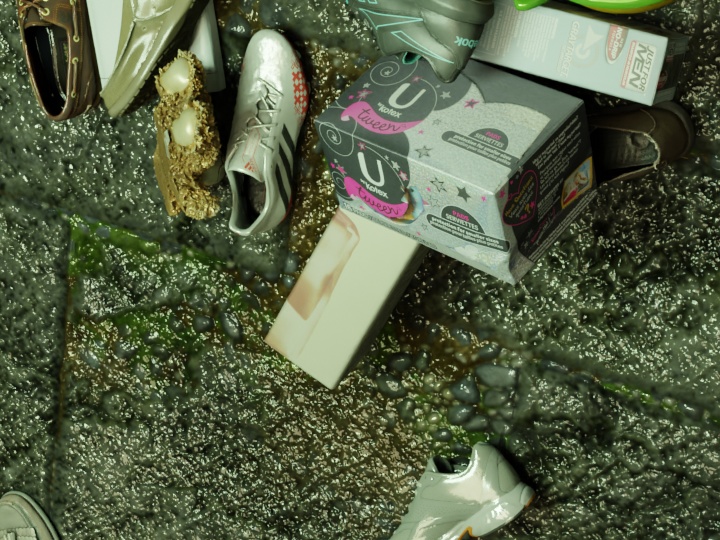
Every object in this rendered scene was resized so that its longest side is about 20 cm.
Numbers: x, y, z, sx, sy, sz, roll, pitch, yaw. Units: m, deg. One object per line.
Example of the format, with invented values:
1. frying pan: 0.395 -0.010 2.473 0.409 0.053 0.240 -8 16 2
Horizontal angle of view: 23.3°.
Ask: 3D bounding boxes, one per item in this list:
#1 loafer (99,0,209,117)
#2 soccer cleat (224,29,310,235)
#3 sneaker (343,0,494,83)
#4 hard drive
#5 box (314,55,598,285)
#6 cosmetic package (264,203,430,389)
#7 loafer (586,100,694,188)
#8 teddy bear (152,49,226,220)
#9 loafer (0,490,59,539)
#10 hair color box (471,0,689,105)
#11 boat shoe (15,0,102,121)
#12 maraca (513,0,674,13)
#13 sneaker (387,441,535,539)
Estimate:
1. loafer: -0.195 -0.235 1.650 0.067 0.076 0.200 37 111 9
2. soccer cleat: -0.094 -0.128 1.664 0.068 0.085 0.201 15 115 19
3. sneaker: 0.021 -0.222 1.479 0.200 0.075 0.080 30 114 39
4. hard drive: -0.206 -0.271 1.695 0.131 0.027 0.201 1 109 24
5. box: 0.081 -0.098 1.494 0.200 0.132 0.115 25 148 35
6. cosmetic package: 0.000 0.000 1.661 0.087 0.103 0.200 35 119 8
7. loafer: 0.192 -0.106 1.547 0.199 0.071 0.073 -15 103 31
8. teddy bear: -0.156 -0.125 1.652 0.200 0.067 0.145 93 159 -51
9. loafer: -0.374 0.352 1.991 0.072 0.063 0.201 -10 105 28
10. hair color box: 0.172 -0.197 1.503 0.199 0.099 0.061 17 104 18
11. boat shoe: -0.304 -0.248 1.724 0.070 0.070 0.201 -6 106 27
12. maraca: 0.201 -0.270 1.447 0.199 0.138 0.107 -6 145 11
13. sneaker: 0.076 0.236 1.743 0.200 0.076 0.092 -34 86 23
